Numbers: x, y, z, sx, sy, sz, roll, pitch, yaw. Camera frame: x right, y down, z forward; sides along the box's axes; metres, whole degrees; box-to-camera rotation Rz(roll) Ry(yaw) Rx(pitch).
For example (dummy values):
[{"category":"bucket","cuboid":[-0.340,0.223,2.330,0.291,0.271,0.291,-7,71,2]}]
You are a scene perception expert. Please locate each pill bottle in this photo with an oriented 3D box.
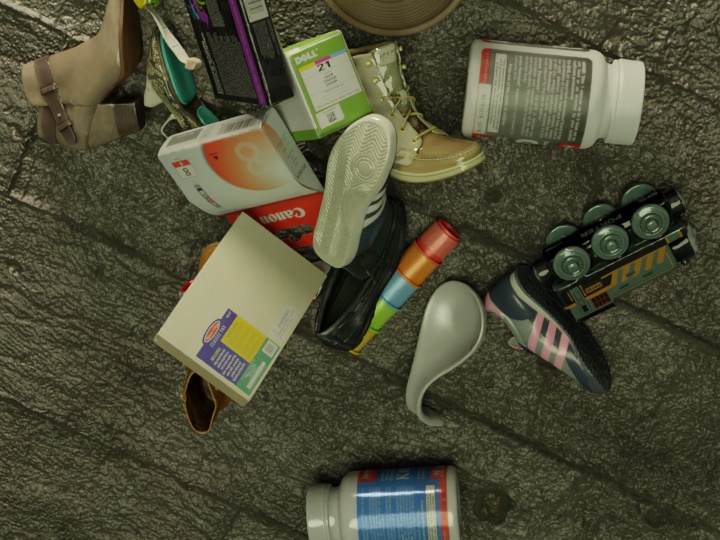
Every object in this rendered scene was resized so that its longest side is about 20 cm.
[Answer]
[{"category":"pill bottle","cuboid":[0.032,0.318,1.642,0.198,0.112,0.113,-4,109,6]},{"category":"pill bottle","cuboid":[0.221,-0.201,1.440,0.198,0.114,0.115,6,110,4]}]

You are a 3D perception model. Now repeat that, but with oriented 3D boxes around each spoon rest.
[{"category":"spoon rest","cuboid":[0.104,0.108,1.580,0.099,0.060,0.201,37,120,40]}]

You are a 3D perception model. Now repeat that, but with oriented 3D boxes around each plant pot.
[{"category":"plant pot","cuboid":[0.034,-0.362,1.414,0.199,0.093,0.202,2,110,6]}]

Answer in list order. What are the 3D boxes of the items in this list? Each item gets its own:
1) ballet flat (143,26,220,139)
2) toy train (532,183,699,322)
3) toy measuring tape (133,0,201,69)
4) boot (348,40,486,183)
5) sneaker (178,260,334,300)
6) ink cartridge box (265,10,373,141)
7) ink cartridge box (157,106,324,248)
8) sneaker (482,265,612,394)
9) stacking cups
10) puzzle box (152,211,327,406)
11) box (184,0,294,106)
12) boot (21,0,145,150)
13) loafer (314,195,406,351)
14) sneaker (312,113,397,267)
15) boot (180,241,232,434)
[{"category":"ballet flat","cuboid":[-0.218,-0.194,1.514,0.075,0.068,0.201,-24,109,23]},{"category":"toy train","cuboid":[0.312,-0.021,1.517,0.199,0.085,0.114,-28,117,12]},{"category":"toy measuring tape","cuboid":[-0.231,-0.332,1.452,0.073,0.074,0.201,-35,91,16]},{"category":"boot","cuboid":[0.051,-0.186,1.439,0.199,0.072,0.156,10,119,46]},{"category":"sneaker","cuboid":[-0.134,0.014,1.575,0.201,0.067,0.108,-30,107,17]},{"category":"ink cartridge box","cuboid":[-0.078,-0.254,1.426,0.075,0.148,0.201,-26,103,-18]},{"category":"ink cartridge box","cuboid":[-0.127,-0.090,1.494,0.161,0.050,0.201,-10,124,32]},{"category":"sneaker","cuboid":[0.235,0.086,1.574,0.082,0.070,0.200,-34,101,33]},{"category":"stacking cups","cuboid":[0.044,0.016,1.570,0.060,0.061,0.200,41,103,-9]},{"category":"puzzle box","cuboid":[-0.140,0.043,1.472,0.133,0.201,0.025,38,148,-9]},{"category":"box","cuboid":[-0.144,-0.264,1.416,0.036,0.200,0.144,-23,109,-21]},{"category":"boot","cuboid":[-0.338,-0.245,1.507,0.145,0.070,0.202,1,103,13]},{"category":"loafer","cuboid":[0.000,0.000,1.525,0.068,0.070,0.202,19,85,36]},{"category":"sneaker","cuboid":[0.006,-0.100,1.438,0.075,0.084,0.201,38,128,19]},{"category":"boot","cuboid":[-0.175,0.082,1.497,0.070,0.144,0.203,3,114,8]}]
